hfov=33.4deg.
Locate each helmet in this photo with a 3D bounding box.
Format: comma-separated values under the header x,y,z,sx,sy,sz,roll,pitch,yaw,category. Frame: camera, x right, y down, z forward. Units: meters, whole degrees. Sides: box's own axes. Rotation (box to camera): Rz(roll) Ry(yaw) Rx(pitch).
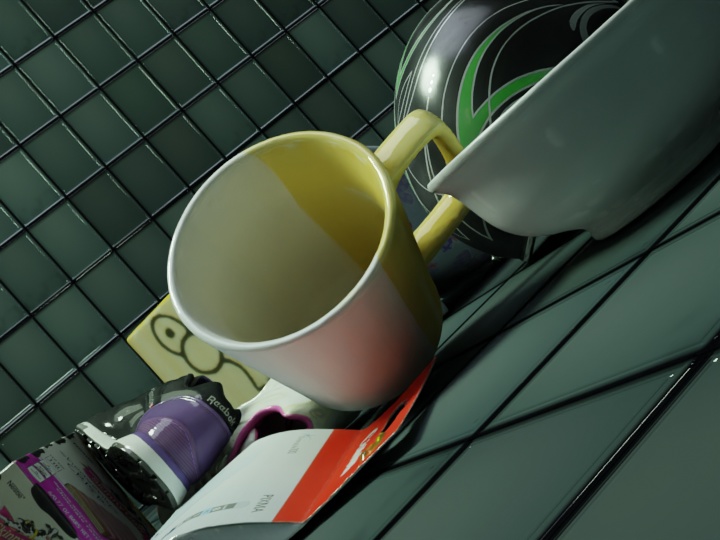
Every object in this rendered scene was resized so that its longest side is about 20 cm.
x,y,z,sx,sy,sz,roll,pitch,yaw,category
0.116,-0.115,0.868,0.190,0.200,0.200,-25,3,8,helmet

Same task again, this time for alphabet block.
x,y,z,sx,sy,sz,roll,pitch,yaw,category
-0.112,0.068,1.405,0.195,0.200,0.196,-41,0,31,alphabet block

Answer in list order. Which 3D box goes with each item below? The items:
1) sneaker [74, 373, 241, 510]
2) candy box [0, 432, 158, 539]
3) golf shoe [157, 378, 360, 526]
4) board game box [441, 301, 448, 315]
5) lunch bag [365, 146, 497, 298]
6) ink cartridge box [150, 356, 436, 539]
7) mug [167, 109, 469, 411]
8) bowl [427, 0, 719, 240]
x,y,z,sx,sy,sz,roll,pitch,yaw,category
-0.138,0.117,0.862,0.088,0.076,0.200,-43,16,-21,sneaker
-0.191,0.186,0.814,0.061,0.136,0.200,-40,1,-5,candy box
-0.087,0.136,0.863,0.200,0.075,0.092,-43,3,23,golf shoe
-0.038,0.109,1.049,0.200,0.041,0.200,-42,0,-31,board game box
0.016,-0.031,1.089,0.169,0.127,0.200,-5,-22,-28,lunch bag
-0.050,0.118,0.679,0.200,0.047,0.160,-45,-1,14,ink cartridge box
-0.003,0.009,0.759,0.186,0.150,0.153,-23,-37,13,mug
0.140,-0.082,0.675,0.201,0.090,0.201,-43,0,0,bowl
